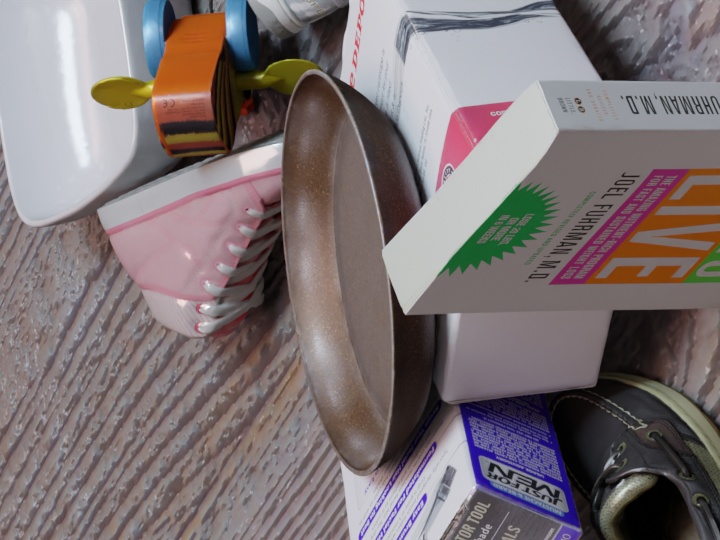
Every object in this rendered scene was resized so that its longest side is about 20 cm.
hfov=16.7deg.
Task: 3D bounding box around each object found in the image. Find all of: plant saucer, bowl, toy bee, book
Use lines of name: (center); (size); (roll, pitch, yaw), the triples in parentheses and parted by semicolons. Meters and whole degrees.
plant saucer: (0.000, 0.000, 1.206); (0.200, 0.032, 0.201); (174, 90, -76)
bowl: (-0.170, -0.137, 1.608); (0.200, 0.075, 0.200); (-23, 73, 55)
toy bee: (-0.081, -0.121, 1.463); (0.131, 0.200, 0.109); (10, 135, 23)
book: (0.125, -0.034, 1.038); (0.134, 0.200, 0.048); (-50, 52, 47)

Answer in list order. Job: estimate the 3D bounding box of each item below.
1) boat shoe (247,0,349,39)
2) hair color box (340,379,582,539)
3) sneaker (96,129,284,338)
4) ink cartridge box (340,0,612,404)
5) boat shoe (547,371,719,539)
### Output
boat shoe: (-0.050, -0.234, 1.428); (0.065, 0.074, 0.202); (-22, 67, 18)
hair color box: (0.045, 0.104, 1.215); (0.109, 0.065, 0.200); (-60, 16, 23)
sneaker: (-0.071, -0.020, 1.473); (0.200, 0.075, 0.105); (-19, 95, 46)
ink cartridge box: (0.056, -0.057, 1.197); (0.200, 0.084, 0.145); (-114, 24, -46)
boat shoe: (0.140, 0.107, 1.150); (0.200, 0.065, 0.073); (38, 125, 51)
